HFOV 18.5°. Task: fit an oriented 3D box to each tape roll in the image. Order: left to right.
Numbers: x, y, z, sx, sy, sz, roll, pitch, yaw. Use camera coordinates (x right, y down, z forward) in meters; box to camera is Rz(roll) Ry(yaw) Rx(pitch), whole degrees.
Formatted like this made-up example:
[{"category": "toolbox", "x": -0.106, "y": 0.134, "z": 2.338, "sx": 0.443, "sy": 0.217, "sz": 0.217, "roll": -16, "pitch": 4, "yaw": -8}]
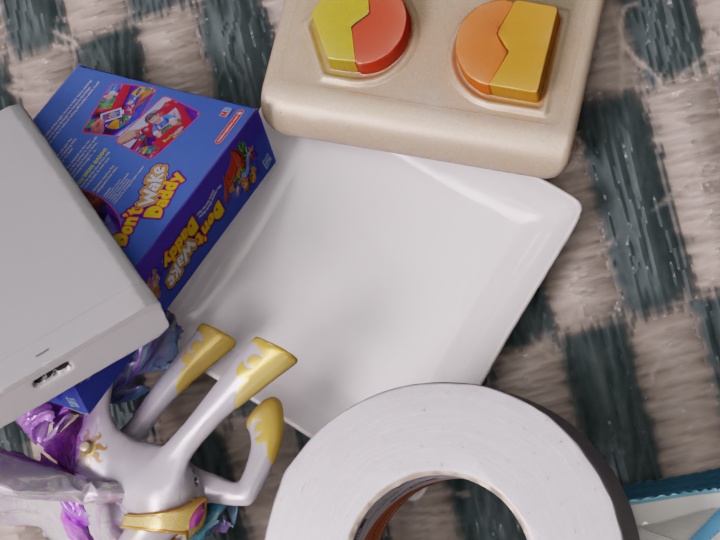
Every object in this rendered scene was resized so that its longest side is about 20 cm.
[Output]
[{"category": "tape roll", "x": 0.049, "y": 0.161, "z": 1.178, "sx": 0.198, "sy": 0.066, "sz": 0.202, "roll": -2, "pitch": 82, "yaw": 14}]

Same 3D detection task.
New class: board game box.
[{"category": "board game box", "x": -0.157, "y": -0.023, "z": 1.250, "sx": 0.134, "sy": 0.045, "sz": 0.200, "roll": 16, "pitch": 55, "yaw": 30}]

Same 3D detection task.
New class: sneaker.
[{"category": "sneaker", "x": 0.201, "y": 0.153, "z": 1.211, "sx": 0.198, "sy": 0.076, "sz": 0.081, "roll": -10, "pitch": 93, "yaw": 20}]

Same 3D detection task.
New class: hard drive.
[{"category": "hard drive", "x": -0.202, "y": -0.001, "z": 1.195, "sx": 0.131, "sy": 0.026, "sz": 0.200, "roll": -30, "pitch": 46, "yaw": -10}]

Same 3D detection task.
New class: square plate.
[{"category": "square plate", "x": 0.000, "y": 0.000, "z": 1.288, "sx": 0.199, "sy": 0.028, "sz": 0.199, "roll": 31, "pitch": 94, "yaw": 14}]

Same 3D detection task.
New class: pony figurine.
[{"category": "pony figurine", "x": -0.143, "y": 0.111, "z": 1.245, "sx": 0.192, "sy": 0.167, "sz": 0.201, "roll": 23, "pitch": 80, "yaw": 28}]

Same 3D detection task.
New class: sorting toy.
[{"category": "sorting toy", "x": 0.048, "y": -0.165, "z": 1.265, "sx": 0.184, "sy": 0.036, "sz": 0.202, "roll": 10, "pitch": 80, "yaw": 13}]
